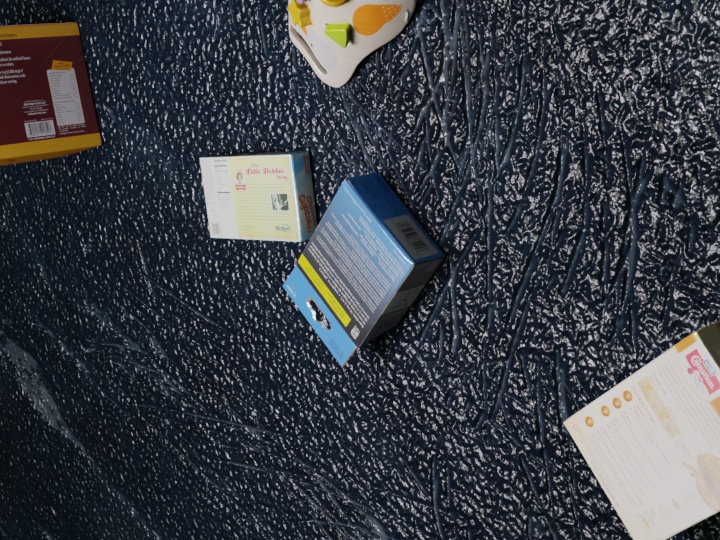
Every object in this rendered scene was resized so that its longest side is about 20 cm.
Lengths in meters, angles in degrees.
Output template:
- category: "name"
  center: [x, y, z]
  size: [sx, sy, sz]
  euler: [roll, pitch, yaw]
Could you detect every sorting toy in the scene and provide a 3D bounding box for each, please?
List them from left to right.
- category: "sorting toy"
  center: [-0.044, -0.319, 1.401]
  size: [0.201, 0.106, 0.181]
  euler: [54, 152, 21]

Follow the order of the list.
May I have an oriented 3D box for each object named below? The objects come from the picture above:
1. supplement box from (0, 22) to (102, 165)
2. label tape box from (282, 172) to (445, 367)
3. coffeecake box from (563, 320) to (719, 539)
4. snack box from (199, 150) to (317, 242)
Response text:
- category: "supplement box"
  center: [-0.546, -0.277, 1.844]
  size: [0.132, 0.196, 0.202]
  euler: [-6, 96, 46]
- category: "label tape box"
  center: [0.000, 0.000, 1.450]
  size: [0.145, 0.063, 0.201]
  euler: [52, 133, 22]
- category: "coffeecake box"
  center: [0.323, 0.165, 1.153]
  size: [0.200, 0.073, 0.154]
  euler: [-45, 69, 43]
- category: "snack box"
  center: [-0.141, -0.102, 1.588]
  size: [0.199, 0.037, 0.118]
  euler: [4, 105, 46]
